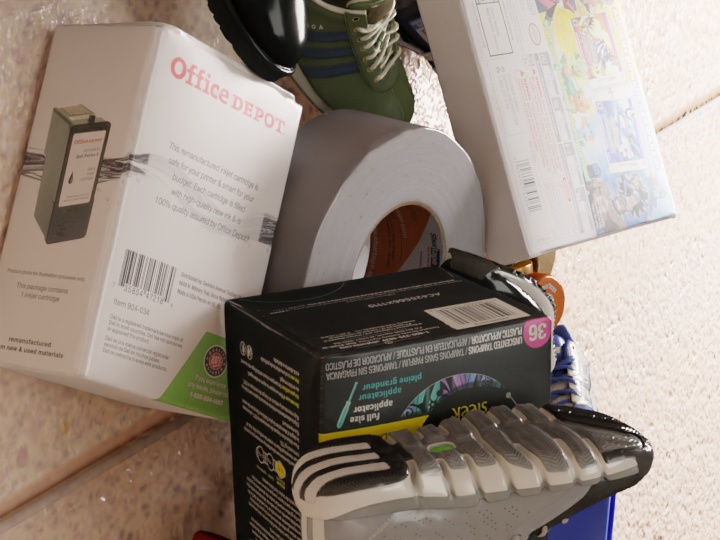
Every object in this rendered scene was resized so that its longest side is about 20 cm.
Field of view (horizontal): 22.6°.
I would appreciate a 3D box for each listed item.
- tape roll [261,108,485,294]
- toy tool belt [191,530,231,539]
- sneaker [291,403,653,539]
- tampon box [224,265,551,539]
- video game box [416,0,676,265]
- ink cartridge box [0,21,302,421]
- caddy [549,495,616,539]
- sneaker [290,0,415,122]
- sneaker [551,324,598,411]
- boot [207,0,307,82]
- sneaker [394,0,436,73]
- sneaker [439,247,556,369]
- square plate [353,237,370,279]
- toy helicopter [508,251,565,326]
[{"bbox_3d":[0.000,0.000,1.169,0.200,0.066,0.201,-27,125,-46],"label":"tape roll"},{"bbox_3d":[-0.024,0.170,1.184,0.199,0.125,0.123,19,88,-31],"label":"toy tool belt"},{"bbox_3d":[0.059,0.141,0.967,0.199,0.075,0.116,-5,111,-15],"label":"sneaker"},{"bbox_3d":[0.016,0.116,1.046,0.149,0.126,0.201,-10,108,-26],"label":"tampon box"},{"bbox_3d":[0.135,-0.116,1.280,0.182,0.047,0.201,-14,89,-43],"label":"video game box"},{"bbox_3d":[-0.123,-0.026,1.045,0.145,0.084,0.201,25,74,-55],"label":"ink cartridge box"},{"bbox_3d":[0.152,0.225,1.478,0.141,0.104,0.201,15,80,-80],"label":"caddy"},{"bbox_3d":[-0.009,-0.161,1.163,0.200,0.090,0.067,47,52,-32],"label":"sneaker"},{"bbox_3d":[0.143,0.098,1.373,0.200,0.075,0.089,-79,156,-78],"label":"sneaker"},{"bbox_3d":[-0.023,-0.230,1.049,0.073,0.162,0.199,14,56,-63],"label":"boot"},{"bbox_3d":[0.080,-0.147,1.315,0.108,0.070,0.201,-9,77,-56],"label":"sneaker"},{"bbox_3d":[0.081,0.061,1.173,0.090,0.070,0.200,-64,159,-17],"label":"sneaker"},{"bbox_3d":[-0.028,0.005,1.233,0.198,0.028,0.201,-47,129,-38],"label":"square plate"},{"bbox_3d":[0.082,-0.037,1.369,0.200,0.079,0.133,20,83,-43],"label":"toy helicopter"}]
